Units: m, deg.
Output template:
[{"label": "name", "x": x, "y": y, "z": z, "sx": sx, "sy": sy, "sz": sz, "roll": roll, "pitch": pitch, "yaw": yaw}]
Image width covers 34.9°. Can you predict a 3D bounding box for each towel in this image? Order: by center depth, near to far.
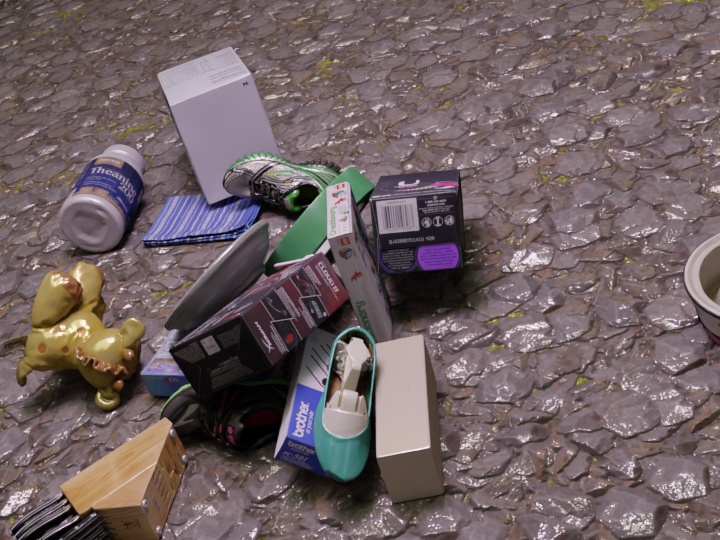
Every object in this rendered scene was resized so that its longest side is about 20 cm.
[{"label": "towel", "x": -0.257, "y": -0.095, "z": 1.921, "sx": 0.199, "sy": 0.024, "sz": 0.145, "roll": -5, "pitch": 35, "yaw": 18}]

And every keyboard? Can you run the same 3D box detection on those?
[{"label": "keyboard", "x": -0.064, "y": 0.009, "z": 1.569, "sx": 0.056, "sy": 0.200, "sz": 0.011, "roll": -16, "pitch": 75, "yaw": 9}]

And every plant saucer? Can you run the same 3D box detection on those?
[{"label": "plant saucer", "x": -0.181, "y": 0.019, "z": 1.557, "sx": 0.200, "sy": 0.050, "sz": 0.200, "roll": -47, "pitch": -1, "yaw": -1}]

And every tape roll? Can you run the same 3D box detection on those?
[{"label": "tape roll", "x": -0.058, "y": -0.058, "z": 1.639, "sx": 0.048, "sy": 0.201, "sz": 0.200, "roll": 40, "pitch": 53, "yaw": 3}]

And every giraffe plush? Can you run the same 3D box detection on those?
[{"label": "giraffe plush", "x": -0.375, "y": 0.100, "z": 1.601, "sx": 0.162, "sy": 0.173, "sz": 0.200, "roll": 20, "pitch": 34, "yaw": 13}]

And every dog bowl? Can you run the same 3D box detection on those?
[{"label": "dog bowl", "x": 0.490, "y": 0.027, "z": 1.364, "sx": 0.199, "sy": 0.074, "sz": 0.200, "roll": -12, "pitch": 35, "yaw": 9}]

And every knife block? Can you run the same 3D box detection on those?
[{"label": "knife block", "x": -0.318, "y": 0.274, "z": 1.383, "sx": 0.175, "sy": 0.064, "sz": 0.200, "roll": -6, "pitch": 35, "yaw": 15}]

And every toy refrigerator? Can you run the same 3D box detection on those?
[{"label": "toy refrigerator", "x": 0.053, "y": 0.171, "z": 1.353, "sx": 0.070, "sy": 0.076, "sz": 0.200, "roll": -12, "pitch": 35, "yaw": 8}]

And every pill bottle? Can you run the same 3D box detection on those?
[{"label": "pill bottle", "x": -0.435, "y": -0.131, "z": 1.973, "sx": 0.110, "sy": 0.111, "sz": 0.200, "roll": -8, "pitch": 35, "yaw": 14}]

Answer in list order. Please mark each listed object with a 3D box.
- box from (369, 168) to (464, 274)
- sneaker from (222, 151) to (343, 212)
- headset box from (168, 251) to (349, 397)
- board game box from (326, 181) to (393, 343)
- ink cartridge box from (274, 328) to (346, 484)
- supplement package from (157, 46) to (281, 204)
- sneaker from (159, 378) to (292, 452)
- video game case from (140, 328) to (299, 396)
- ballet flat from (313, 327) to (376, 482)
[{"label": "box", "x": 0.082, "y": -0.072, "z": 1.594, "sx": 0.122, "sy": 0.107, "sz": 0.200, "roll": -4, "pitch": 13, "yaw": 6}, {"label": "sneaker", "x": -0.129, "y": -0.139, "z": 1.859, "sx": 0.199, "sy": 0.078, "sz": 0.085, "roll": 2, "pitch": 41, "yaw": 10}, {"label": "headset box", "x": -0.118, "y": 0.061, "z": 1.432, "sx": 0.148, "sy": 0.075, "sz": 0.200, "roll": -25, "pitch": 10, "yaw": 40}, {"label": "board game box", "x": 0.000, "y": 0.000, "z": 1.509, "sx": 0.034, "sy": 0.201, "sz": 0.126, "roll": -15, "pitch": 33, "yaw": 8}, {"label": "ink cartridge box", "x": -0.040, "y": 0.160, "z": 1.398, "sx": 0.094, "sy": 0.044, "sz": 0.200, "roll": 22, "pitch": 37, "yaw": -10}, {"label": "supplement package", "x": -0.240, "y": -0.251, "z": 1.967, "sx": 0.147, "sy": 0.192, "sz": 0.200, "roll": -22, "pitch": 27, "yaw": -6}, {"label": "sneaker", "x": -0.164, "y": 0.182, "z": 1.436, "sx": 0.199, "sy": 0.077, "sz": 0.084, "roll": -9, "pitch": 31, "yaw": 15}, {"label": "video game case", "x": -0.174, "y": 0.102, "z": 1.581, "sx": 0.199, "sy": 0.046, "sz": 0.182, "roll": 0, "pitch": 36, "yaw": 24}, {"label": "ballet flat", "x": -0.016, "y": 0.144, "z": 1.322, "sx": 0.067, "sy": 0.071, "sz": 0.201, "roll": 7, "pitch": 46, "yaw": -1}]
